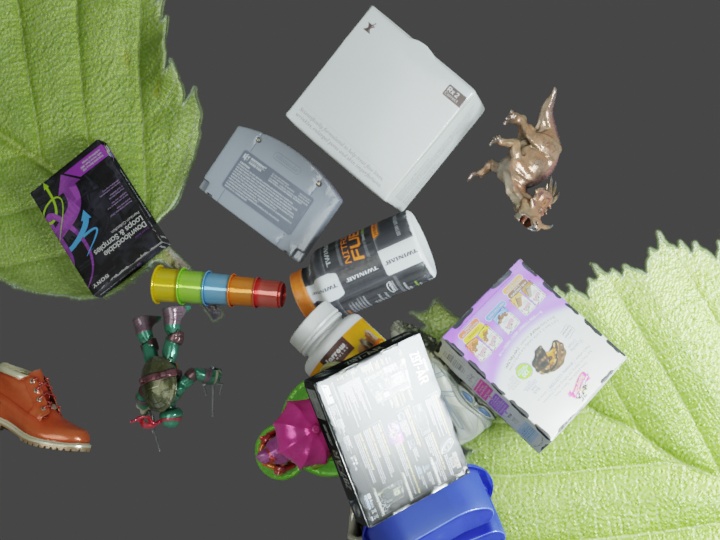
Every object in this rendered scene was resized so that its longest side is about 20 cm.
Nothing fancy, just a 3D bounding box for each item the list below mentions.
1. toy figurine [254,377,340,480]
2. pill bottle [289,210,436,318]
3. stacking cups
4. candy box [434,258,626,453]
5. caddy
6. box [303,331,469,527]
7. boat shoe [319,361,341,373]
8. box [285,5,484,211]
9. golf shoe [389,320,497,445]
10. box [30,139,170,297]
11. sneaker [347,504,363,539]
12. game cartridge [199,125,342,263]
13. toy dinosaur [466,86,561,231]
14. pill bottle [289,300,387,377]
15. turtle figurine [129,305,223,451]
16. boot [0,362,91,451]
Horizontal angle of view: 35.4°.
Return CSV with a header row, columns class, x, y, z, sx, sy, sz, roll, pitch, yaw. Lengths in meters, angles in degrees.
class,x,y,z,sx,sy,sz,roll,pitch,yaw
toy figurine,-0.088,0.232,1.574,0.199,0.184,0.151,-29,80,10
pill bottle,0.000,0.000,1.611,0.199,0.106,0.107,-24,81,10
stacking cups,-0.212,0.031,1.681,0.198,0.060,0.061,6,87,13
candy box,0.230,0.116,1.534,0.200,0.072,0.168,44,68,12
caddy,0.100,0.345,1.539,0.199,0.142,0.105,-29,44,-2
box,0.035,0.201,1.445,0.159,0.043,0.202,-25,99,-21
boat shoe,-0.011,0.219,1.480,0.073,0.063,0.202,-9,104,29
box,0.038,-0.226,1.607,0.199,0.131,0.200,41,95,13
golf shoe,0.100,0.160,1.595,0.200,0.078,0.097,45,105,15
box,-0.404,-0.080,1.748,0.143,0.036,0.201,-37,80,8
sneaker,0.036,0.290,1.584,0.074,0.090,0.202,14,90,24
game cartridge,-0.129,-0.121,1.688,0.199,0.040,0.134,37,98,13
toy dinosaur,0.243,-0.150,1.584,0.135,0.086,0.201,33,77,3
pill bottle,0.000,0.137,1.546,0.200,0.109,0.109,42,95,7
turtle figurine,-0.282,0.160,1.672,0.148,0.101,0.202,-13,79,12
boot,-0.490,0.212,1.729,0.198,0.075,0.108,20,86,15
